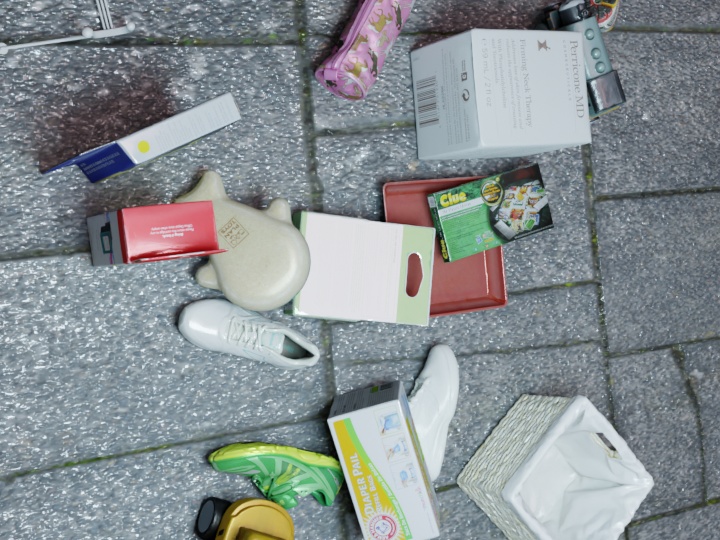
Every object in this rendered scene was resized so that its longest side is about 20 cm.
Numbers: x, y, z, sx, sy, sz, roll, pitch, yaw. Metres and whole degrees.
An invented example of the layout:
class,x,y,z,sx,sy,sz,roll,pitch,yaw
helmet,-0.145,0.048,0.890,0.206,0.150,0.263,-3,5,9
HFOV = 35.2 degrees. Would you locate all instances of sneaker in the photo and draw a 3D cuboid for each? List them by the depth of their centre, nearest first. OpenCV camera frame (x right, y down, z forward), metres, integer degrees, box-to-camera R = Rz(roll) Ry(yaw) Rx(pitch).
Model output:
class,x,y,z,sx,sy,sz,roll,pitch,yaw
sneaker,-0.142,0.084,1.507,0.200,0.080,0.071,18,82,-26
sneaker,-0.108,0.277,1.521,0.200,0.074,0.084,16,77,-27
sneaker,0.084,0.200,1.635,0.088,0.075,0.201,12,84,-16
sneaker,0.380,-0.473,1.819,0.082,0.078,0.200,45,49,-64

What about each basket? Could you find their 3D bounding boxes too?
class,x,y,z,sx,sy,sz,roll,pitch,yaw
basket,0.286,0.316,1.685,0.198,0.161,0.200,49,67,-18

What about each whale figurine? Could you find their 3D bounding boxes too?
class,x,y,z,sx,sy,sz,roll,pitch,yaw
whale figurine,-0.155,-0.037,1.505,0.159,0.104,0.200,-45,86,-1

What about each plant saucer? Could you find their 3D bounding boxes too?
class,x,y,z,sx,sy,sz,roll,pitch,yaw
plant saucer,0.119,-0.034,1.677,0.199,0.037,0.201,-6,92,-29

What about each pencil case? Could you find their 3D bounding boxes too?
class,x,y,z,sx,sy,sz,roll,pitch,yaw
pencil case,0.011,-0.335,1.601,0.086,0.083,0.200,32,75,-25

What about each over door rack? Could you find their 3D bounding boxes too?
class,x,y,z,sx,sy,sz,roll,pitch,yaw
over door rack,-0.387,-0.348,1.394,0.200,0.067,0.148,-17,96,-28

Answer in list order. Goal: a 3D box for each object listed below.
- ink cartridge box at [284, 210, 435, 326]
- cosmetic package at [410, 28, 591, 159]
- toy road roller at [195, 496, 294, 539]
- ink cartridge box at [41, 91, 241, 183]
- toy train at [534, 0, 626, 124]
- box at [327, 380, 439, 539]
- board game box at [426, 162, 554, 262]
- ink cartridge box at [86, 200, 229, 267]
class,x,y,z,sx,sy,sz,roll,pitch,yaw
ink cartridge box,0.000,0.000,1.588,0.200,0.048,0.146,6,85,-20
cosmetic package,0.202,-0.254,1.655,0.200,0.166,0.168,-6,91,-30
toy road roller,-0.152,0.391,1.453,0.123,0.146,0.200,23,78,-26
ink cartridge box,-0.268,-0.149,1.379,0.200,0.198,0.047,-30,101,-25
toy train,0.341,-0.324,1.757,0.085,0.114,0.200,-22,99,-19
box,0.035,0.269,1.559,0.101,0.113,0.200,-16,98,6
board game box,0.196,-0.087,1.687,0.200,0.023,0.105,-17,99,-29
ink cartridge box,-0.249,-0.044,1.383,0.116,0.200,0.067,-8,92,-29
